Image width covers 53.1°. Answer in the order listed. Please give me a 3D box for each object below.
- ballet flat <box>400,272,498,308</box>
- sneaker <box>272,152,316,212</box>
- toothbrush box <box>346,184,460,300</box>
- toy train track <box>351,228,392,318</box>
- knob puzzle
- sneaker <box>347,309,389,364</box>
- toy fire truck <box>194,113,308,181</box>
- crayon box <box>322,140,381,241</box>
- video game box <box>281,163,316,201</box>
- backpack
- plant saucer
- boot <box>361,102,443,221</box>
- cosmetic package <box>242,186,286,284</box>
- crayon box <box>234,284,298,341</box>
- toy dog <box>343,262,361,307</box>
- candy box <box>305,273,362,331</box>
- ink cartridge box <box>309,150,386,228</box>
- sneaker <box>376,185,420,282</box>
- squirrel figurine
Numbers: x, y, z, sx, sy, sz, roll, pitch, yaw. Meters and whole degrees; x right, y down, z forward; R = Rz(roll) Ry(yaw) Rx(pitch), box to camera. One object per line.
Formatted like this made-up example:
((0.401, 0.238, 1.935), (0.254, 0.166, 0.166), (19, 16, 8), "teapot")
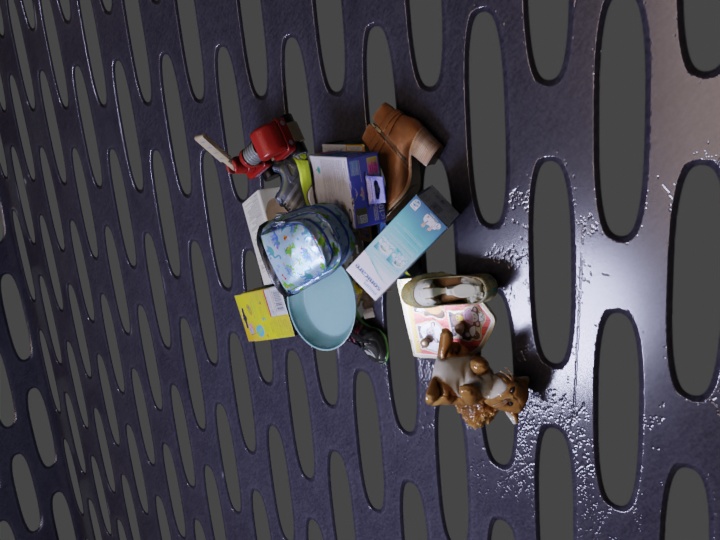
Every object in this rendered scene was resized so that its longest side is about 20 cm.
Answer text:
((0.161, 0.039, 1.370), (0.197, 0.071, 0.072), (-5, 103, 24), "ballet flat")
((-0.133, -0.135, 1.483), (0.074, 0.079, 0.204), (-177, 76, -80), "sneaker")
((0.083, -0.054, 1.358), (0.085, 0.146, 0.200), (44, 112, 3), "toothbrush box")
((0.000, 0.000, 1.494), (0.112, 0.033, 0.204), (-11, 94, 7), "toy train track")
((0.173, 0.100, 1.433), (0.216, 0.030, 0.224), (13, 118, 26), "knob puzzle")
((-0.014, 0.144, 1.622), (0.200, 0.083, 0.078), (41, 130, 26), "sneaker")
((-0.247, -0.275, 1.607), (0.175, 0.198, 0.130), (-27, 87, 46), "toy fire truck")
((-0.013, -0.170, 1.527), (0.124, 0.051, 0.204), (10, 111, 42), "crayon box")
((-0.107, -0.122, 1.592), (0.182, 0.046, 0.204), (-6, 96, 67), "video game box")
((-0.103, -0.046, 1.386), (0.197, 0.154, 0.166), (-20, 95, 25), "backpack")
((-0.072, 0.061, 1.481), (0.198, 0.036, 0.204), (8, 103, 41), "plant saucer")
((0.055, -0.212, 1.413), (0.154, 0.073, 0.201), (40, 107, 17), "boot")
((-0.199, -0.079, 1.660), (0.105, 0.070, 0.204), (-23, 81, 55), "cosmetic package")
((-0.221, 0.101, 1.766), (0.198, 0.050, 0.129), (-11, 98, 45), "crayon box")
((-0.054, 0.029, 1.596), (0.197, 0.132, 0.098), (-9, 110, 25), "toy dog")
((-0.082, 0.032, 1.528), (0.199, 0.026, 0.104), (38, 125, 32), "candy box")
((-0.019, -0.160, 1.406), (0.199, 0.075, 0.139), (20, 121, 61), "ink cartridge box")
((0.055, -0.072, 1.486), (0.078, 0.065, 0.203), (-17, 94, 44), "sneaker")
((0.232, 0.226, 1.396), (0.183, 0.144, 0.201), (12, 157, 13), "squirrel figurine")
